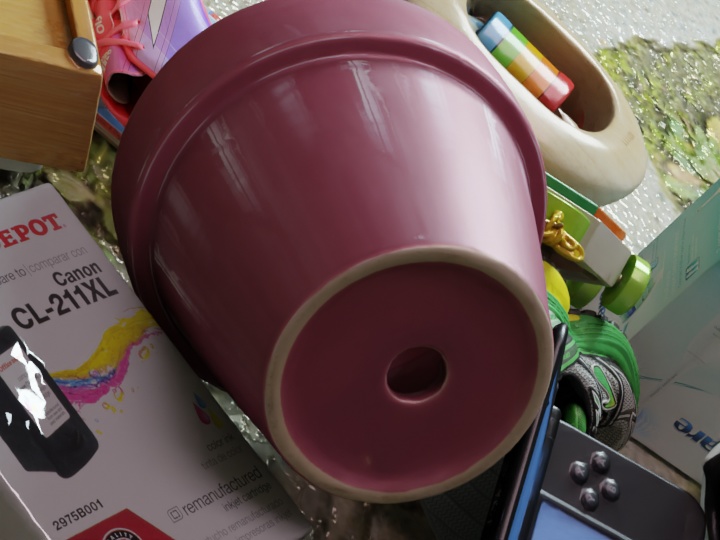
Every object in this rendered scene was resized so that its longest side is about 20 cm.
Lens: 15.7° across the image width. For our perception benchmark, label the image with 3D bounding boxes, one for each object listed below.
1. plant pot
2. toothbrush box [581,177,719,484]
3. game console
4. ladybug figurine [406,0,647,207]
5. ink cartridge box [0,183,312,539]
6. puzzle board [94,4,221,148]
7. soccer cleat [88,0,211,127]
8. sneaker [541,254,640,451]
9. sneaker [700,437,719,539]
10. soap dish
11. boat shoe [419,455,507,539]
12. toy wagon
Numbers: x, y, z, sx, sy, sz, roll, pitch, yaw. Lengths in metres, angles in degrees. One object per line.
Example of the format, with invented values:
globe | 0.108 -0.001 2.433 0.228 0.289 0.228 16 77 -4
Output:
plant pot | 0.000 0.000 1.153 0.199 0.200 0.179 25 20 -27
toothbrush box | 0.235 0.026 1.455 0.146 0.200 0.085 35 36 -16
game console | 0.100 0.156 1.187 0.175 0.116 0.201 30 64 -23
ladybug figurine | 0.082 -0.109 1.547 0.200 0.072 0.136 46 34 0
ink cartridge box | -0.140 0.075 1.112 0.200 0.083 0.146 52 35 10
puzzle board | -0.168 -0.163 1.390 0.200 0.017 0.151 40 34 -6
soccer cleat | -0.116 -0.127 1.344 0.076 0.067 0.201 -12 65 -42
sneaker | 0.095 0.064 1.349 0.200 0.078 0.086 38 38 -59
sneaker | 0.202 0.172 1.319 0.080 0.073 0.201 -12 93 -64
soap dish | -0.220 -0.138 1.239 0.199 0.081 0.158 11 51 -36
boat shoe | 0.101 0.139 1.321 0.200 0.073 0.067 48 28 -19
toy wagon | 0.079 -0.032 1.355 0.155 0.040 0.200 31 -5 -13
